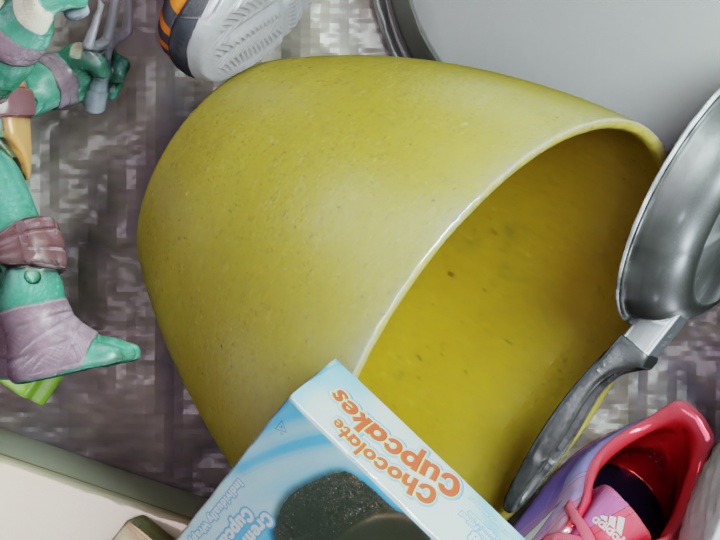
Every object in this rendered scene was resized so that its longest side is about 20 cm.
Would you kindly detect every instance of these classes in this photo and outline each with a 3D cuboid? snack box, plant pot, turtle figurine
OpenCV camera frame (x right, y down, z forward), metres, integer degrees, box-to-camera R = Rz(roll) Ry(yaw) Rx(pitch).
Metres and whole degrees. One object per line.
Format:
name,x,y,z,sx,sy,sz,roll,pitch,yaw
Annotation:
snack box,-0.023,0.136,0.957,0.116,0.037,0.200,43,126,7
plant pot,0.000,0.000,1.044,0.142,0.200,0.201,33,94,28
turtle figurine,-0.126,-0.061,1.021,0.100,0.150,0.201,-10,92,6

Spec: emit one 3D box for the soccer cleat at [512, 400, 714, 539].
soccer cleat,0.070,0.121,1.035,0.067,0.200,0.077,38,135,6

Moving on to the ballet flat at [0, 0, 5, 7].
ballet flat,-0.167,-0.104,1.081,0.071,0.069,0.201,46,60,-30

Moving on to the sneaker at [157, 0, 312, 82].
sneaker,-0.055,-0.163,1.064,0.112,0.078,0.201,22,57,9

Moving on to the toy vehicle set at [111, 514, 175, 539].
toy vehicle set,-0.043,0.200,1.039,0.200,0.027,0.125,37,95,6

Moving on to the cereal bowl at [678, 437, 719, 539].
cereal bowl,0.209,0.109,1.063,0.199,0.083,0.201,-3,107,-11

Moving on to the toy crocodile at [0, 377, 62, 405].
toy crocodile,-0.198,-0.015,1.107,0.199,0.062,0.068,31,93,-4

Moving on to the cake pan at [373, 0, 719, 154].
cake pan,0.101,-0.128,1.094,0.199,0.037,0.202,0,93,3

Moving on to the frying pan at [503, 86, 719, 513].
frying pan,0.112,0.002,1.040,0.031,0.115,0.190,31,74,23

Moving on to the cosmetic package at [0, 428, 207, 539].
cosmetic package,-0.144,0.118,1.100,0.199,0.073,0.104,18,93,1
